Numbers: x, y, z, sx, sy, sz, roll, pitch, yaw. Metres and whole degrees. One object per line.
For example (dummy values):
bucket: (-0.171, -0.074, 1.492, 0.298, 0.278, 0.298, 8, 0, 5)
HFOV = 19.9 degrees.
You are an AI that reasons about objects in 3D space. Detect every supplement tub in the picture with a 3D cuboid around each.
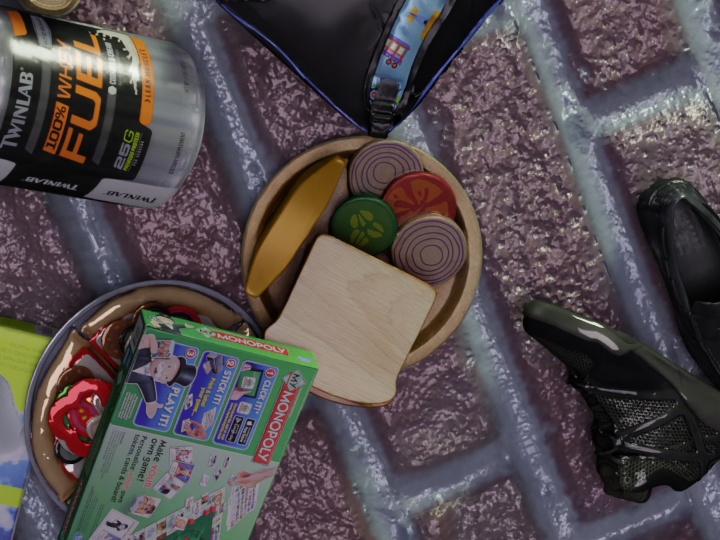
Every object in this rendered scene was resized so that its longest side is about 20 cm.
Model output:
supplement tub: (-0.219, -0.115, 1.428, 0.199, 0.122, 0.123, 8, 100, -32)

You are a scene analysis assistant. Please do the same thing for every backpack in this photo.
backpack: (0.010, -0.222, 1.465, 0.182, 0.135, 0.200, 40, 93, -12)

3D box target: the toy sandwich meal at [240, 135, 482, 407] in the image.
toy sandwich meal: (0.000, 0.000, 1.537, 0.204, 0.070, 0.206, -1, 101, -8)

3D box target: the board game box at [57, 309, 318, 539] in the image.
board game box: (-0.128, 0.135, 1.502, 0.134, 0.029, 0.201, 15, 112, -20)

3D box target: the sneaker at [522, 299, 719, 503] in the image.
sneaker: (0.193, 0.106, 1.581, 0.199, 0.076, 0.114, 33, 88, -18)

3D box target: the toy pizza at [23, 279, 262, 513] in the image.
toy pizza: (-0.151, 0.106, 1.531, 0.199, 0.032, 0.201, -6, 105, -22)

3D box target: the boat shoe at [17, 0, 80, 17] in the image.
boat shoe: (-0.217, -0.278, 1.455, 0.073, 0.069, 0.201, 3, 100, -9)

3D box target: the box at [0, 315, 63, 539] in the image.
box: (-0.303, 0.129, 1.530, 0.121, 0.048, 0.201, 14, 97, -10)

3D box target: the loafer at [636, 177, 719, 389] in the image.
loafer: (0.273, 0.022, 1.580, 0.068, 0.070, 0.201, -28, 103, -2)
